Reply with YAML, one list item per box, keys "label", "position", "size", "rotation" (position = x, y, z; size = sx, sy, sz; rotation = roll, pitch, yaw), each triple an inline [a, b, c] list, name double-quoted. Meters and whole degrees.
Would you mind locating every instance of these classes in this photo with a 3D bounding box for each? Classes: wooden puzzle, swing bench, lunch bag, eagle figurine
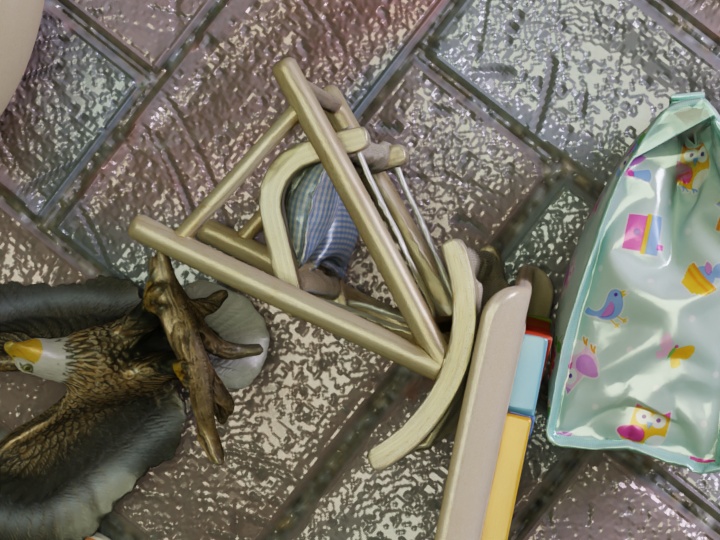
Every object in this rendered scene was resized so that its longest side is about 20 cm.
- label: "wooden puzzle"
  position: [0.079, 0.095, 1.652]
  size: [0.037, 0.200, 0.186]
  rotation: [12, 95, 8]
- label: "swing bench"
  position: [0.000, 0.000, 1.668]
  size: [0.200, 0.199, 0.130]
  rotation: [43, 95, 5]
- label: "lunch bag"
  position: [0.176, 0.001, 1.661]
  size: [0.122, 0.170, 0.201]
  rotation: [10, 93, 8]
- label: "eagle figurine"
  position: [-0.165, 0.063, 1.727]
  size: [0.200, 0.152, 0.151]
  rotation: [-28, 120, 35]

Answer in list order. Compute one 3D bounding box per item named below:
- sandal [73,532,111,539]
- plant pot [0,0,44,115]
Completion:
- label: "sandal"
  position: [-0.243, 0.187, 1.764]
  size: [0.206, 0.059, 0.079]
  rotation: [-9, 88, 7]
- label: "plant pot"
  position: [-0.274, -0.129, 1.720]
  size: [0.200, 0.200, 0.135]
  rotation: [0, 114, 7]
